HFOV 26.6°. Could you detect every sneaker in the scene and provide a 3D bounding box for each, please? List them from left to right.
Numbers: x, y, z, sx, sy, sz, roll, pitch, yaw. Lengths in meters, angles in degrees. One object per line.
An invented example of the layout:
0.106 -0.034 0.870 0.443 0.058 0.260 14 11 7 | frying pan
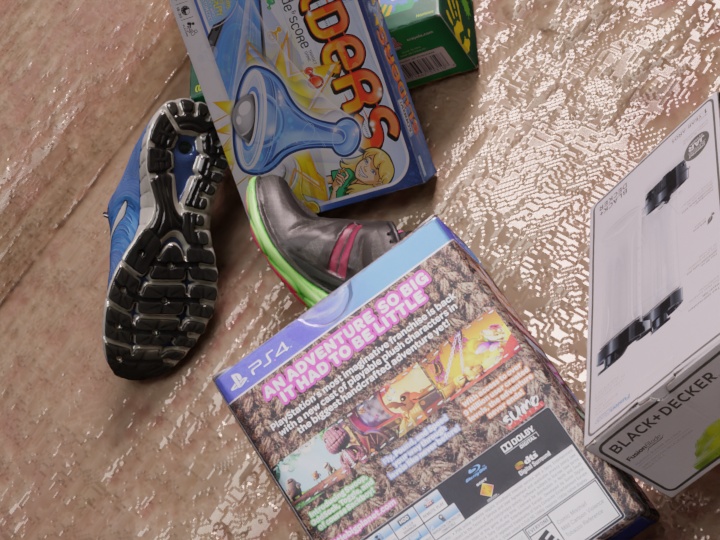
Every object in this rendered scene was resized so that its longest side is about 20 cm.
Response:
-0.144 -0.019 1.092 0.089 0.078 0.200 172 112 -68 | sneaker
0.000 0.000 0.998 0.084 0.077 0.200 -44 64 -6 | sneaker

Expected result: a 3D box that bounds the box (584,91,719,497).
0.181 0.010 0.824 0.117 0.060 0.200 -47 20 36 | box

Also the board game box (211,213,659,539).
0.043 0.101 0.861 0.159 0.097 0.200 -36 72 7 | board game box

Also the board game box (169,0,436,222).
-0.043 -0.139 1.036 0.135 0.034 0.200 -15 102 22 | board game box

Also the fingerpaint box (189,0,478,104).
-0.023 -0.203 1.117 0.200 0.073 0.167 -15 57 22 | fingerpaint box
